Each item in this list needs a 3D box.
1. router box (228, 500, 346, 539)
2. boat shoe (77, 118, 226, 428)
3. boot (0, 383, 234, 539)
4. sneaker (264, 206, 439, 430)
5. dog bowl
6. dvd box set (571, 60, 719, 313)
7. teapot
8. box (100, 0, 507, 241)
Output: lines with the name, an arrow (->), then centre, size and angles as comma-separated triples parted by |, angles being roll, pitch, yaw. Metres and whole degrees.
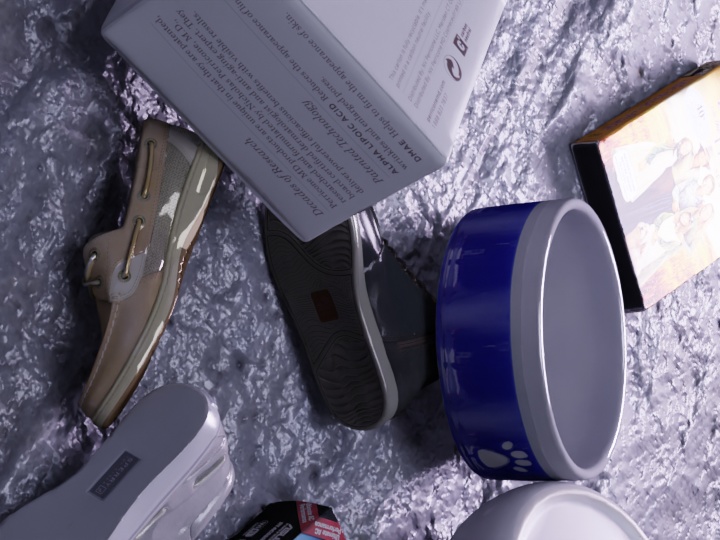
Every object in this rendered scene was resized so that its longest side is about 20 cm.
router box -> -0.049, 0.274, 1.572 | 0.150, 0.062, 0.200 | -39, 115, -39
boat shoe -> -0.143, 0.000, 1.498 | 0.065, 0.072, 0.200 | 21, 74, -5
boot -> -0.151, 0.165, 1.468 | 0.200, 0.073, 0.096 | -43, 142, -20
sneaker -> 0.000, 0.000, 1.649 | 0.106, 0.075, 0.201 | -30, 111, -54
dog bowl -> 0.125, 0.051, 1.714 | 0.200, 0.079, 0.201 | -4, 90, -67
dvd box set -> 0.256, -0.070, 1.940 | 0.200, 0.029, 0.147 | -30, 109, -43
teapot -> 0.120, 0.252, 1.692 | 0.200, 0.146, 0.197 | 53, 43, -5
box -> -0.029, -0.166, 1.522 | 0.200, 0.131, 0.199 | 46, 39, -21
